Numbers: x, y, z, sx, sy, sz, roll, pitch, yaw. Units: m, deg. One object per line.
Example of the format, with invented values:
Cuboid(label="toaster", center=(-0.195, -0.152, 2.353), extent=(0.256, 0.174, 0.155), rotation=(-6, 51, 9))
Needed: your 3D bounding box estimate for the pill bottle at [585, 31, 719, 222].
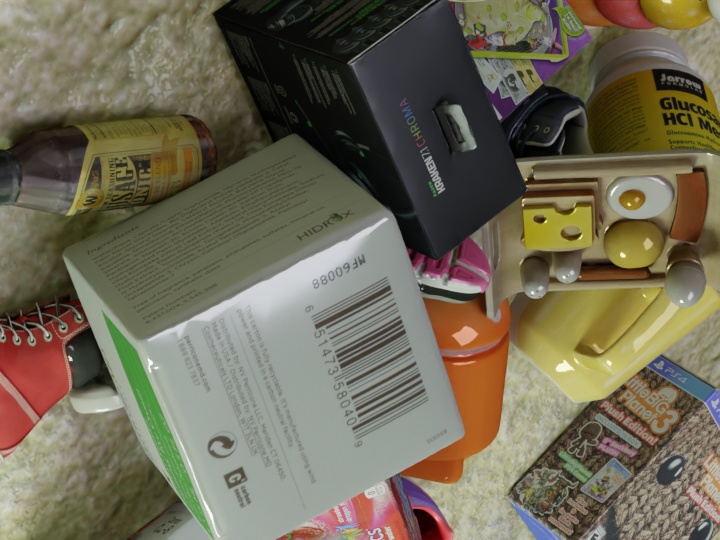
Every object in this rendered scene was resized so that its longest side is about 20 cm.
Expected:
Cuboid(label="pill bottle", center=(0.243, -0.098, 1.792), extent=(0.112, 0.200, 0.113), rotation=(-4, 139, -3))

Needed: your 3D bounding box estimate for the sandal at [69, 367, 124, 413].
Cuboid(label="sandal", center=(-0.124, 0.081, 1.671), extent=(0.202, 0.082, 0.050), rotation=(-15, 105, -20))

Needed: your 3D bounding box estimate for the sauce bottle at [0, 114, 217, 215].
Cuboid(label="sauce bottle", center=(-0.197, -0.070, 1.538), extent=(0.200, 0.066, 0.066), rotation=(-11, 120, -35))

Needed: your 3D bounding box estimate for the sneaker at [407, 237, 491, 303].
Cuboid(label="sneaker", center=(0.000, 0.000, 1.690), extent=(0.200, 0.074, 0.088), rotation=(9, 131, 2))

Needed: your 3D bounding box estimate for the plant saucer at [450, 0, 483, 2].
Cuboid(label="plant saucer", center=(0.070, -0.298, 1.618), extent=(0.200, 0.031, 0.200), rotation=(-2, 95, -24))

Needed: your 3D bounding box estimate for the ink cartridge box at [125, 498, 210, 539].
Cuboid(label="ink cartridge box", center=(-0.146, 0.277, 1.679), extent=(0.200, 0.145, 0.145), rotation=(-37, 95, -18))

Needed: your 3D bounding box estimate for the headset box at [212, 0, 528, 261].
Cuboid(label="headset box", center=(0.010, -0.119, 1.572), extent=(0.093, 0.200, 0.174), rotation=(-37, 122, -19))

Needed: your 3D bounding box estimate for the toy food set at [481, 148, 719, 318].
Cuboid(label="toy food set", center=(0.193, -0.018, 1.682), extent=(0.200, 0.060, 0.144), rotation=(-3, 136, 5))

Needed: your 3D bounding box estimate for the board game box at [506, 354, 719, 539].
Cuboid(label="board game box", center=(0.261, 0.203, 2.055), extent=(0.200, 0.097, 0.159), rotation=(-46, 135, -10))

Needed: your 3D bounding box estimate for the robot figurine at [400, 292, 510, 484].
Cuboid(label="robot figurine", center=(0.064, 0.077, 1.802), extent=(0.144, 0.117, 0.200), rotation=(-15, 122, -34))

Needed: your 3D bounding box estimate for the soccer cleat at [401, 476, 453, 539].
Cuboid(label="soccer cleat", center=(-0.001, 0.194, 1.844), extent=(0.200, 0.073, 0.068), rotation=(24, 97, -45))

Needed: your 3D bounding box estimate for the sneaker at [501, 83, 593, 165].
Cuboid(label="sneaker", center=(0.087, -0.086, 1.714), extent=(0.202, 0.146, 0.077), rotation=(-37, 134, -17))

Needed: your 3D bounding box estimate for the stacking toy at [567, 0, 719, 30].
Cuboid(label="stacking toy", center=(0.242, -0.234, 1.722), extent=(0.146, 0.200, 0.146), rotation=(-19, 124, -31))

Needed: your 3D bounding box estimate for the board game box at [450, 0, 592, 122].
Cuboid(label="board game box", center=(0.076, -0.217, 1.656), extent=(0.120, 0.032, 0.200), rotation=(-41, 108, -12))

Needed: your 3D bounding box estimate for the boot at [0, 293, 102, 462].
Cuboid(label="boot", center=(-0.258, 0.038, 1.545), extent=(0.144, 0.072, 0.200), rotation=(-41, 141, -16))

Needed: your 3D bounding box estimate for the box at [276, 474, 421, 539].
Cuboid(label="box", center=(-0.013, 0.194, 1.726), extent=(0.100, 0.096, 0.200), rotation=(-16, 139, 4))

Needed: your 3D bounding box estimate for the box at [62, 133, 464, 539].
Cuboid(label="box", center=(-0.068, 0.050, 1.539), extent=(0.200, 0.171, 0.199), rotation=(-27, 121, -13))

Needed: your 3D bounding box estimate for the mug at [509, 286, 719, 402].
Cuboid(label="mug", center=(0.203, 0.027, 1.873), extent=(0.153, 0.149, 0.187), rotation=(-46, 162, 1))
